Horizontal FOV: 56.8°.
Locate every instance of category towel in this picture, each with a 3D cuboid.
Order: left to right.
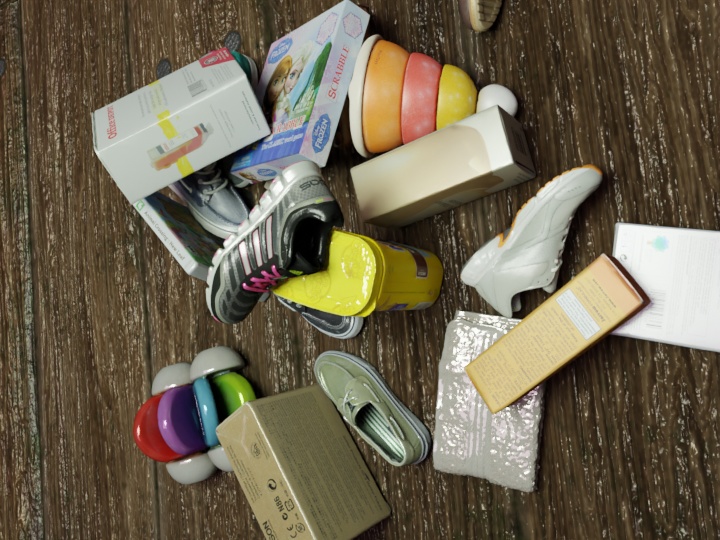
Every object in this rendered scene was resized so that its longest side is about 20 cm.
[{"bbox_3d":[0.157,0.154,0.799,0.130,0.034,0.204,5,91,31],"label":"towel"}]

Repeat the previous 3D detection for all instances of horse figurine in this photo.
[{"bbox_3d":[-0.026,-0.268,0.893,0.132,0.049,0.203,29,101,54],"label":"horse figurine"}]

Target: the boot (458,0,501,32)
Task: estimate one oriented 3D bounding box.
[{"bbox_3d":[0.097,-0.388,0.851,0.164,0.072,0.205,-3,87,42],"label":"boot"}]

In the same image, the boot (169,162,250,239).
[{"bbox_3d":[-0.228,-0.132,0.973,0.199,0.073,0.091,38,143,16],"label":"boot"}]

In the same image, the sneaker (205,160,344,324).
[{"bbox_3d":[-0.087,-0.013,0.692,0.087,0.073,0.201,45,105,30],"label":"sneaker"}]

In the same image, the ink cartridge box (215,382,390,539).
[{"bbox_3d":[-0.070,0.258,0.850,0.075,0.164,0.202,-40,69,24],"label":"ink cartridge box"}]

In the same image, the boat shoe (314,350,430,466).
[{"bbox_3d":[0.007,0.174,0.868,0.199,0.062,0.073,37,105,27],"label":"boat shoe"}]

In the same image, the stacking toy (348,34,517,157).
[{"bbox_3d":[0.092,-0.204,0.815,0.196,0.146,0.149,9,93,13],"label":"stacking toy"}]

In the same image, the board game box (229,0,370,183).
[{"bbox_3d":[-0.084,-0.222,0.860,0.198,0.041,0.203,-1,70,55],"label":"board game box"}]

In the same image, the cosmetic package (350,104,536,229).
[{"bbox_3d":[0.099,-0.118,0.805,0.197,0.105,0.072,-20,79,29],"label":"cosmetic package"}]

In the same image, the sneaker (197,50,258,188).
[{"bbox_3d":[-0.204,-0.229,0.972,0.082,0.120,0.205,-4,87,30],"label":"sneaker"}]

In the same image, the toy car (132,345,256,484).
[{"bbox_3d":[-0.246,0.214,0.962,0.198,0.149,0.178,-22,77,27],"label":"toy car"}]

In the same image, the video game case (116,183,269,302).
[{"bbox_3d":[-0.228,-0.041,0.936,0.022,0.200,0.182,-46,67,5],"label":"video game case"}]

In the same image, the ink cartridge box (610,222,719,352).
[{"bbox_3d":[0.360,0.020,0.684,0.197,0.042,0.122,8,93,33],"label":"ink cartridge box"}]

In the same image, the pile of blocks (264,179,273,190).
[{"bbox_3d":[-0.097,-0.120,0.941,0.081,0.062,0.203,-29,75,26],"label":"pile of blocks"}]

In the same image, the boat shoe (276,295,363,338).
[{"bbox_3d":[-0.082,0.025,0.922,0.199,0.067,0.072,41,108,24],"label":"boat shoe"}]

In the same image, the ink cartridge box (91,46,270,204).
[{"bbox_3d":[-0.231,-0.190,0.851,0.197,0.084,0.146,-27,38,-5],"label":"ink cartridge box"}]

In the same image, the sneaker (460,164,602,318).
[{"bbox_3d":[0.211,-0.030,0.762,0.092,0.075,0.200,49,118,14],"label":"sneaker"}]

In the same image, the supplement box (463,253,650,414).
[{"bbox_3d":[0.207,0.071,0.716,0.200,0.066,0.069,-45,68,21],"label":"supplement box"}]

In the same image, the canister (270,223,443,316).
[{"bbox_3d":[0.000,0.000,0.800,0.146,0.199,0.088,14,95,29],"label":"canister"}]
